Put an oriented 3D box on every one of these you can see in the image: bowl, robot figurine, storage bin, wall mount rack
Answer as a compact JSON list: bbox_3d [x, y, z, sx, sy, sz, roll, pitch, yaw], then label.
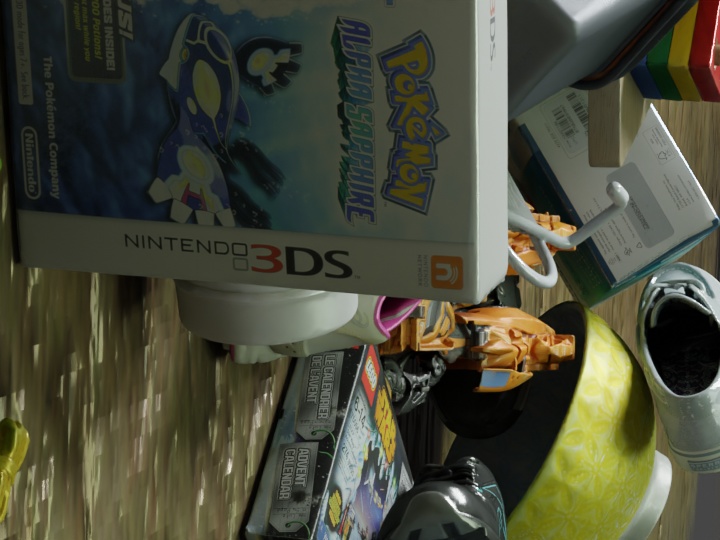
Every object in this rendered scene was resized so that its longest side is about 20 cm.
[{"bbox_3d":[0.135,0.132,1.366,0.200,0.107,0.200,-56,-168,19],"label":"bowl"},{"bbox_3d":[0.056,0.010,1.234,0.200,0.058,0.146,2,88,-55],"label":"robot figurine"},{"bbox_3d":[0.065,-0.174,1.054,0.146,0.200,0.134,-47,177,39],"label":"storage bin"},{"bbox_3d":[0.070,-0.094,1.193,0.174,0.075,0.200,26,32,-52],"label":"wall mount rack"}]

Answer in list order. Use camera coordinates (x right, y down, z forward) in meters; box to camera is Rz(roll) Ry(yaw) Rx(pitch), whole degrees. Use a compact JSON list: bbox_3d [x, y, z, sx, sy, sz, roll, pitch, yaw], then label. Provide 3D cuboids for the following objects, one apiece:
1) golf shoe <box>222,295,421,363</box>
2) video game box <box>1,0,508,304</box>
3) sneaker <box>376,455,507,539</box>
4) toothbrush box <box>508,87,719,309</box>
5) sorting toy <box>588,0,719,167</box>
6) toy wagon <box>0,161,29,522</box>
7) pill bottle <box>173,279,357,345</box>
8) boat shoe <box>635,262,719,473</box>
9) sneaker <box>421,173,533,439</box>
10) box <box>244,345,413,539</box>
[{"bbox_3d":[0.000,0.000,1.062,0.200,0.091,0.076,-46,135,-64],"label":"golf shoe"},{"bbox_3d":[-0.039,-0.093,0.748,0.047,0.182,0.201,-46,136,-66],"label":"video game box"},{"bbox_3d":[0.044,0.141,1.177,0.200,0.075,0.080,70,14,-69],"label":"sneaker"},{"bbox_3d":[0.156,-0.061,1.410,0.147,0.085,0.200,60,-2,5],"label":"toothbrush box"},{"bbox_3d":[0.180,-0.183,1.202,0.199,0.069,0.201,-54,145,-62],"label":"sorting toy"},{"bbox_3d":[-0.153,0.017,0.639,0.200,0.039,0.156,72,28,-54],"label":"toy wagon"},{"bbox_3d":[-0.043,-0.075,0.869,0.109,0.109,0.201,-51,141,-63],"label":"pill bottle"},{"bbox_3d":[0.210,0.042,1.337,0.201,0.070,0.072,-89,162,-57],"label":"boat shoe"},{"bbox_3d":[0.063,-0.001,1.344,0.116,0.075,0.201,60,27,-55],"label":"sneaker"},{"bbox_3d":[-0.009,0.143,1.162,0.200,0.040,0.137,74,24,-49],"label":"box"}]
